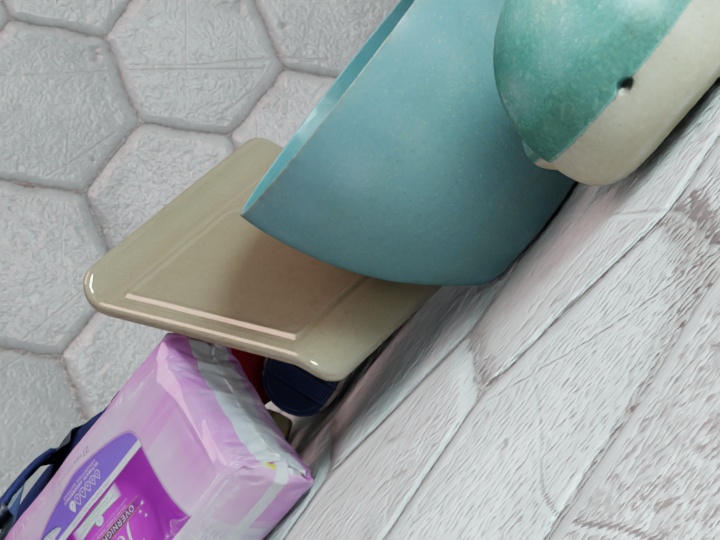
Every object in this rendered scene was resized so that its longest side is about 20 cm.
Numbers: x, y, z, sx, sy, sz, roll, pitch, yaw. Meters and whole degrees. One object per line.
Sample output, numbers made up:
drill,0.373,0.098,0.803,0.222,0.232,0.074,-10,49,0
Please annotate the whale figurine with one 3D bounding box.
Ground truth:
whale figurine,0.125,-0.124,1.122,0.159,0.104,0.200,-50,6,20

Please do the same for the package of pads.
package of pads,-0.126,0.148,1.346,0.200,0.076,0.121,-50,49,20

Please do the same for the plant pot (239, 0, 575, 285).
plant pot,0.046,-0.069,1.252,0.200,0.135,0.200,-52,5,7

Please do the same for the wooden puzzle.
wooden puzzle,-0.039,-0.007,1.354,0.185,0.200,0.037,-42,-46,-36

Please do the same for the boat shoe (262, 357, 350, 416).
boat shoe,0.000,0.000,1.464,0.200,0.072,0.072,-55,-3,15

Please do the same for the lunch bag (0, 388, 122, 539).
lunch bag,-0.187,0.186,1.527,0.136,0.132,0.200,-48,6,33

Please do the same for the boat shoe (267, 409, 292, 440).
boat shoe,-0.104,0.137,1.477,0.072,0.072,0.200,-49,7,30

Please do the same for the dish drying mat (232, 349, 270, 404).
dish drying mat,-0.058,0.053,1.495,0.200,0.018,0.077,-31,-51,-53
